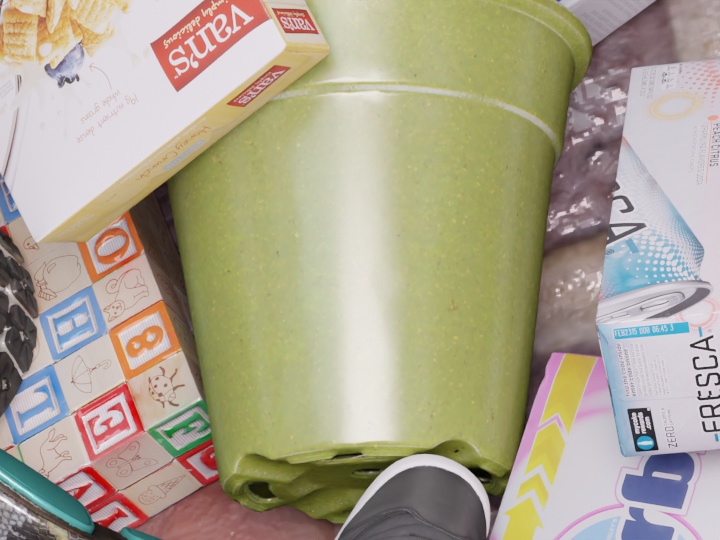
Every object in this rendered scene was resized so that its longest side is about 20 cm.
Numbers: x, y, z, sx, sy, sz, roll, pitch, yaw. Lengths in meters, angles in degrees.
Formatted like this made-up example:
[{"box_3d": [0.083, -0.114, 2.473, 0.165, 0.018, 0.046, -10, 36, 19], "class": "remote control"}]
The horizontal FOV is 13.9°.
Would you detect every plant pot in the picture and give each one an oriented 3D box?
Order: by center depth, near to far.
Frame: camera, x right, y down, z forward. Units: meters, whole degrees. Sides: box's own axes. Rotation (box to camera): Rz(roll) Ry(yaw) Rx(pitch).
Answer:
[{"box_3d": [0.000, 0.000, 1.221, 0.200, 0.200, 0.190, -9, 70, 22], "class": "plant pot"}]

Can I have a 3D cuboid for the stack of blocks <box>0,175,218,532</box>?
[{"box_3d": [-0.137, 0.023, 1.337, 0.115, 0.059, 0.200, -30, 53, 8], "class": "stack of blocks"}]

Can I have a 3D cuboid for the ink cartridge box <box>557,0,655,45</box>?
[{"box_3d": [0.080, -0.187, 1.359, 0.200, 0.047, 0.198, -36, 51, 22], "class": "ink cartridge box"}]

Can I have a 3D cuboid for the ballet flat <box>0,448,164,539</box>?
[{"box_3d": [-0.116, 0.124, 1.204, 0.072, 0.200, 0.072, -56, 15, 24], "class": "ballet flat"}]

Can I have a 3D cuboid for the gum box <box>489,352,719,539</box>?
[{"box_3d": [0.109, 0.129, 1.145, 0.113, 0.066, 0.200, 8, 66, 29], "class": "gum box"}]

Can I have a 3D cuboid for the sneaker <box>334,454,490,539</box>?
[{"box_3d": [-0.013, 0.168, 1.108, 0.071, 0.099, 0.200, 26, 100, 1], "class": "sneaker"}]

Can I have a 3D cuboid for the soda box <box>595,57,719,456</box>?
[{"box_3d": [0.137, -0.011, 1.163, 0.068, 0.064, 0.200, -6, 31, 14], "class": "soda box"}]

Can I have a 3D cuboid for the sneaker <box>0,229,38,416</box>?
[{"box_3d": [-0.204, 0.055, 1.268, 0.090, 0.078, 0.200, -5, 58, 30], "class": "sneaker"}]

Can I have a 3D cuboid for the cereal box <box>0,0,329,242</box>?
[{"box_3d": [-0.114, -0.131, 1.179, 0.144, 0.039, 0.200, -37, 72, 26], "class": "cereal box"}]
